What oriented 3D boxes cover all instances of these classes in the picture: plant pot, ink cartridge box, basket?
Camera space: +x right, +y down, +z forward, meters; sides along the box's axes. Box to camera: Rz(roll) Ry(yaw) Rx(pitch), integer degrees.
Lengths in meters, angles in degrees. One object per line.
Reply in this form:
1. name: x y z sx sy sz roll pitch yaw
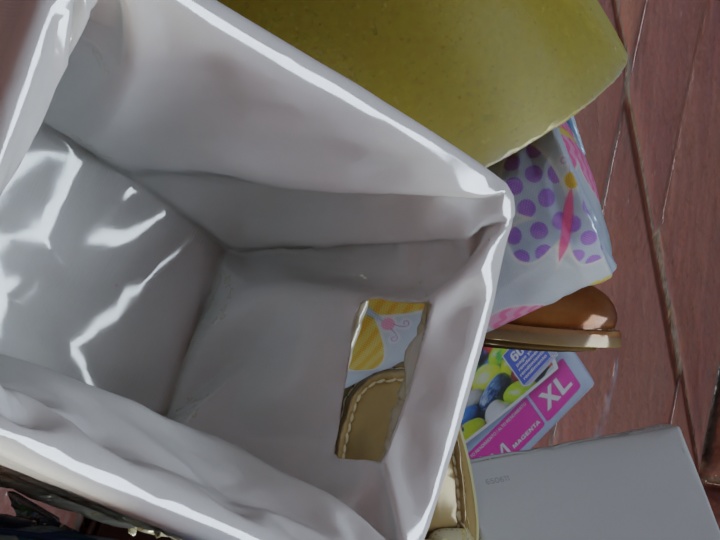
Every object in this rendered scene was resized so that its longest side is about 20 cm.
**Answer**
1. plant pot: -0.019 -0.105 0.959 0.143 0.199 0.200 67 23 -12
2. ink cartridge box: 0.025 0.034 1.203 0.119 0.042 0.200 -44 135 -7
3. basket: -0.072 0.001 0.745 0.200 0.123 0.136 29 74 -45

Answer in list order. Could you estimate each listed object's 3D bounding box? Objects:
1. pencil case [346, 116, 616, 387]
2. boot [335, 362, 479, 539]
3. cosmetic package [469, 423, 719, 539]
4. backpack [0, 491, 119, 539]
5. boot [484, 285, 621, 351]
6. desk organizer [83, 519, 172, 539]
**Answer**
1. pencil case: 0.000 0.000 1.012 0.091 0.199 0.084 -98 164 -70
2. boot: 0.019 0.135 0.995 0.155 0.072 0.202 175 -83 -84
3. cosmetic package: 0.082 0.206 1.155 0.200 0.122 0.200 -54 -130 54
4. backpack: -0.090 0.145 0.751 0.154 0.199 0.164 70 33 -60
5. boot: 0.032 -0.054 1.095 0.074 0.199 0.156 26 81 -79
6. desk organizer: -0.074 0.140 1.047 0.072 0.076 0.201 82 22 -47
